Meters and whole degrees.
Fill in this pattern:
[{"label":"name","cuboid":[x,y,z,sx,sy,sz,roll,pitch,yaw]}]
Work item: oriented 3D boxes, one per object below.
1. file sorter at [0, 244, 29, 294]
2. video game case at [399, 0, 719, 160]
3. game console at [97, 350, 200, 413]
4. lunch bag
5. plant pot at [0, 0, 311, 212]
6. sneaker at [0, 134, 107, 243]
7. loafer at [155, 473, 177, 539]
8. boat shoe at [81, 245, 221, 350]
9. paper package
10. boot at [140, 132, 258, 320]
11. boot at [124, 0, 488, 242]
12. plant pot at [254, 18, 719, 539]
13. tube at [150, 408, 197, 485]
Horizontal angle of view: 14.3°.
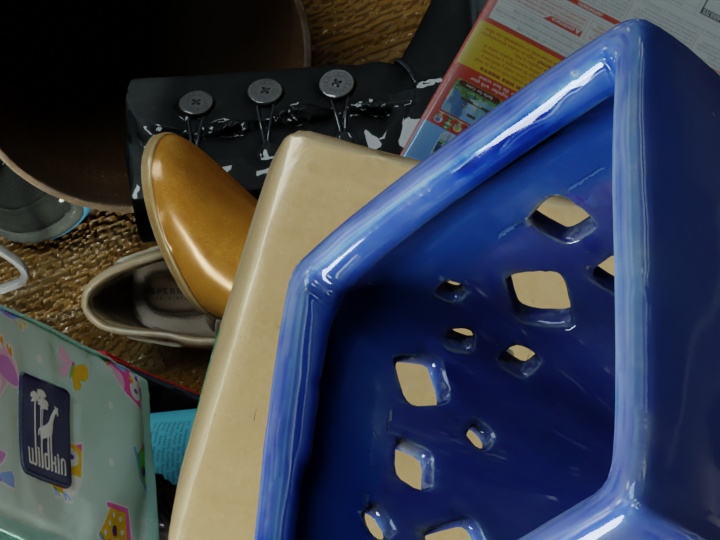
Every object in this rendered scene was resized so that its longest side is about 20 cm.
[{"label":"file sorter","cuboid":[-0.278,0.066,1.534,0.138,0.124,0.201,-17,48,41]},{"label":"video game case","cuboid":[0.110,-0.073,1.385,0.142,0.017,0.201,28,73,8]},{"label":"game console","cuboid":[-0.123,0.137,1.452,0.199,0.031,0.178,18,75,44]},{"label":"lunch bag","cuboid":[-0.181,0.110,1.241,0.122,0.170,0.201,24,87,40]},{"label":"plant pot","cuboid":[-0.129,-0.163,1.592,0.186,0.187,0.200,-32,31,12]},{"label":"sneaker","cuboid":[-0.221,-0.077,1.644,0.199,0.082,0.073,25,73,44]},{"label":"loafer","cuboid":[-0.066,0.126,1.332,0.199,0.072,0.063,26,104,13]},{"label":"boat shoe","cuboid":[-0.055,0.013,1.447,0.199,0.064,0.072,-8,91,40]},{"label":"paper package","cuboid":[0.028,0.056,1.245,0.189,0.103,0.201,15,87,3]},{"label":"boot","cuboid":[0.000,0.001,1.342,0.143,0.202,0.071,-16,29,33]},{"label":"boot","cuboid":[-0.021,-0.094,1.470,0.199,0.066,0.165,-11,39,9]},{"label":"plant pot","cuboid":[0.092,0.068,0.965,0.200,0.179,0.201,-36,36,41]},{"label":"tube","cuboid":[-0.056,0.094,1.372,0.199,0.050,0.078,-4,94,34]}]
